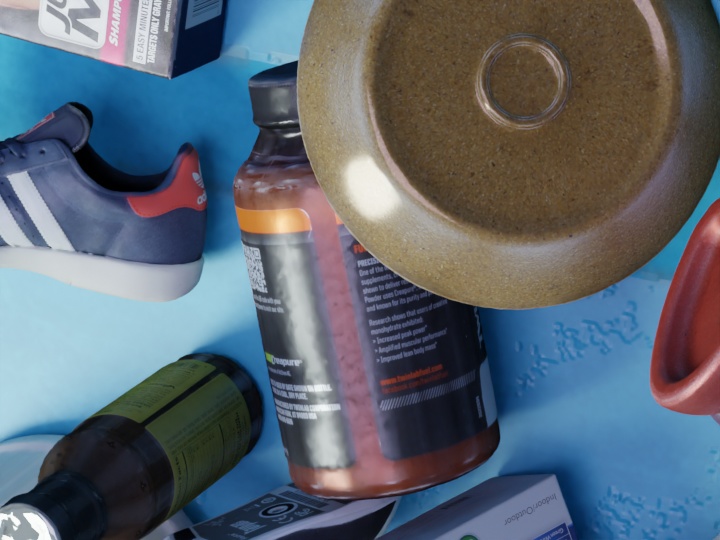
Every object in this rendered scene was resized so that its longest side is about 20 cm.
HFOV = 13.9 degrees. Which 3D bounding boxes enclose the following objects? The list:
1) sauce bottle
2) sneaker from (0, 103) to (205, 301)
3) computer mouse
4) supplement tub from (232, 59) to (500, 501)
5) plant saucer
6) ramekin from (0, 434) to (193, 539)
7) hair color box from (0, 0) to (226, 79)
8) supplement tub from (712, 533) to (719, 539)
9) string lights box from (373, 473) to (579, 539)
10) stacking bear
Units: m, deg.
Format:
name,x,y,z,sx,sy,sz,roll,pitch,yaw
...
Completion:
name,x,y,z,sx,sy,sz,roll,pitch,yaw
sauce bottle,-0.114,0.096,1.419,0.064,0.200,0.065,7,108,23
sneaker,-0.172,-0.044,1.451,0.199,0.075,0.085,8,104,-7
computer mouse,-0.062,0.147,1.424,0.109,0.199,0.044,10,116,61
supplement tub,0.000,0.000,1.396,0.106,0.107,0.201,-5,103,24
plant saucer,0.072,-0.083,1.326,0.199,0.035,0.202,0,88,-5
ramekin,-0.174,0.194,1.521,0.201,0.094,0.204,7,105,26
hair color box,-0.162,-0.167,1.443,0.199,0.060,0.101,16,110,19
supplement tub,0.235,0.195,1.330,0.145,0.145,0.200,-40,87,27
string lights box,0.075,0.210,1.419,0.059,0.102,0.201,-10,103,58
stacking bear,0.234,0.054,1.264,0.199,0.121,0.114,28,72,-12
